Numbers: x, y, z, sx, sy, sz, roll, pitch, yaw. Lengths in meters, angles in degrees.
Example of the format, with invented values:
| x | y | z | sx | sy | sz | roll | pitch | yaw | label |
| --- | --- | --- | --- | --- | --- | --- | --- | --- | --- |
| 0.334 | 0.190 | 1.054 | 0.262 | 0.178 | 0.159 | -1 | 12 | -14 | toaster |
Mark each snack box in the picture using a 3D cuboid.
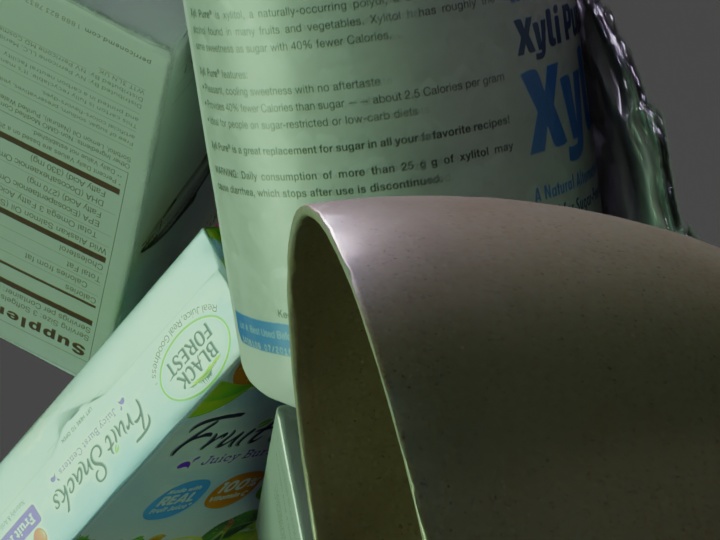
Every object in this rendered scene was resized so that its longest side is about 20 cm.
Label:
| x | y | z | sx | sy | sz | roll | pitch | yaw | label |
| --- | --- | --- | --- | --- | --- | --- | --- | --- | --- |
| -0.059 | 0.060 | 0.975 | 0.200 | 0.142 | 0.053 | -47 | 67 | 31 | snack box |

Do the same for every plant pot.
| x | y | z | sx | sy | sz | roll | pitch | yaw | label |
| --- | --- | --- | --- | --- | --- | --- | --- | --- | --- |
| 0.068 | 0.073 | 0.567 | 0.200 | 0.133 | 0.202 | 170 | 90 | -81 | plant pot |

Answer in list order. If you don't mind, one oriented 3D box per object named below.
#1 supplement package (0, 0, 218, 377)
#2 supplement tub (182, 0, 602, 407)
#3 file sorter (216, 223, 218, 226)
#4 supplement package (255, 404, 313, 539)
| x | y | z | sx | sy | sz | roll | pitch | yaw | label |
| --- | --- | --- | --- | --- | --- | --- | --- | --- | --- |
| -0.109 | -0.074 | 0.933 | 0.117 | 0.117 | 0.201 | -59 | -7 | -39 | supplement package |
| 0.010 | -0.065 | 0.809 | 0.132 | 0.131 | 0.202 | -132 | 33 | -74 | supplement tub |
| -0.047 | -0.069 | 1.126 | 0.126 | 0.138 | 0.201 | -104 | 8 | -51 | file sorter |
| 0.031 | 0.121 | 0.921 | 0.200 | 0.119 | 0.122 | 107 | 152 | -73 | supplement package |
